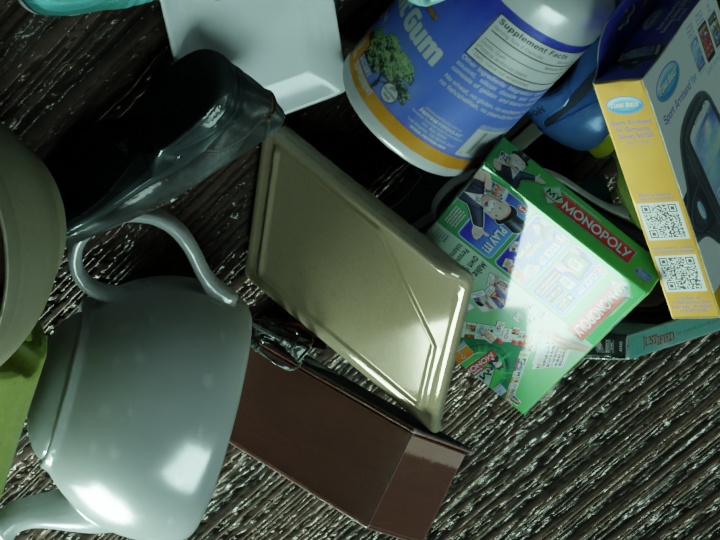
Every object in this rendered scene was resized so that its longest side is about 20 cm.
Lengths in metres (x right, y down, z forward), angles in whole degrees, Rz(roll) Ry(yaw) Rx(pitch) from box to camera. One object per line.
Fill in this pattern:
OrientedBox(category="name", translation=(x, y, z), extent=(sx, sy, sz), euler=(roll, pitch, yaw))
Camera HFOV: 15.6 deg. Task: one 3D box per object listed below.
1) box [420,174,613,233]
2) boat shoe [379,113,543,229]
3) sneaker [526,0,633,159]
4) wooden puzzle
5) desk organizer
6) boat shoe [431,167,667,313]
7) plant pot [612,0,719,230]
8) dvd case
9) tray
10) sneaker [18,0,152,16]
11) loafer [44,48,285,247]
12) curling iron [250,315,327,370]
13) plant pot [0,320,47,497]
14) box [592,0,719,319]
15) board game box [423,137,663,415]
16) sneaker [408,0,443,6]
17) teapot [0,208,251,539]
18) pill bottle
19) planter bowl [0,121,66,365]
OrientedBox(category="box", translation=(0.082, -0.011, 1.890), extent=(0.200, 0.049, 0.082), euler=(-17, 174, -11))
OrientedBox(category="boat shoe", translation=(0.068, -0.092, 1.801), extent=(0.062, 0.073, 0.200), euler=(45, 123, -10))
OrientedBox(category="sneaker", translation=(0.176, -0.172, 1.702), extent=(0.078, 0.066, 0.200), euler=(31, 93, -17))
OrientedBox(category="wooden puzzle", translation=(0.000, 0.000, 1.773), extent=(0.037, 0.185, 0.200), euler=(-40, 156, -26))
OrientedBox(category="desk organizer", translation=(-0.024, 0.116, 1.880), extent=(0.072, 0.200, 0.077), euler=(23, 94, -49))
OrientedBox(category="boat shoe", translation=(0.137, -0.017, 1.801), extent=(0.200, 0.060, 0.074), euler=(20, 128, -37))
OrientedBox(category="plant pot", translation=(0.259, -0.112, 1.784), extent=(0.190, 0.200, 0.200), euler=(-19, 149, 12))
OrientedBox(category="dvd case", translation=(0.141, 0.039, 1.879), extent=(0.200, 0.022, 0.146), euler=(1, -172, 36))
OrientedBox(category="tray", translation=(-0.069, -0.160, 1.633), extent=(0.107, 0.022, 0.200), euler=(-19, 147, -6))
OrientedBox(category="sneaker", translation=(-0.101, -0.187, 1.501), extent=(0.200, 0.080, 0.078), euler=(-14, 117, -9))
OrientedBox(category="loafer", translation=(-0.134, -0.063, 1.663), extent=(0.200, 0.073, 0.072), euler=(-29, 143, 32))
OrientedBox(category="curling iron", translation=(-0.027, 0.050, 1.906), extent=(0.026, 0.050, 0.200), euler=(-55, 159, 14))
OrientedBox(category="plant pot", translation=(-0.299, 0.096, 1.720), extent=(0.200, 0.200, 0.184), euler=(6, 125, -38))
OrientedBox(category="box", translation=(0.205, -0.084, 1.647), extent=(0.041, 0.119, 0.200), euler=(0, 125, 33))
OrientedBox(category="board game box", translation=(0.101, 0.008, 1.735), extent=(0.029, 0.135, 0.200), euler=(-53, -179, -34))
OrientedBox(category="sneaker", translation=(0.074, -0.239, 1.554), extent=(0.078, 0.086, 0.200), euler=(2, 139, -35))
OrientedBox(category="teapot", translation=(-0.164, 0.083, 1.797), extent=(0.146, 0.200, 0.197), euler=(16, 156, -9))
OrientedBox(category="pill bottle", translation=(0.088, -0.162, 1.648), extent=(0.112, 0.112, 0.200), euler=(11, 133, -42))
OrientedBox(category="planter bowl", translation=(-0.261, -0.020, 1.578), extent=(0.200, 0.200, 0.135), euler=(-41, 170, 25))
